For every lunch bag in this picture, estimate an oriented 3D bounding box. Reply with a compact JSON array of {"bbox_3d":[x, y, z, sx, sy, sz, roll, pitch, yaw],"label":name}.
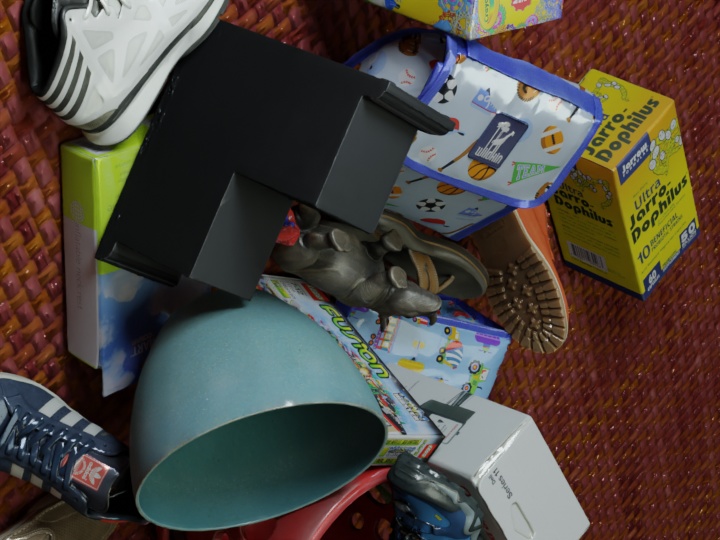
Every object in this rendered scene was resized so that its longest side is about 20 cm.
[{"bbox_3d":[0.074,-0.116,1.516,0.169,0.199,0.125,19,61,-33],"label":"lunch bag"},{"bbox_3d":[0.026,0.098,1.747,0.199,0.094,0.152,11,105,-44],"label":"lunch bag"}]

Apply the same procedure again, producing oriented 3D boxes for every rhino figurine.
[{"bbox_3d":[0.000,0.000,1.621,0.199,0.087,0.060,34,51,-37],"label":"rhino figurine"}]

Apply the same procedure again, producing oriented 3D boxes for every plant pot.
[{"bbox_3d":[-0.092,0.094,1.431,0.198,0.136,0.201,-15,152,-8],"label":"plant pot"},{"bbox_3d":[-0.061,0.217,1.606,0.200,0.182,0.202,-31,138,-34],"label":"plant pot"}]

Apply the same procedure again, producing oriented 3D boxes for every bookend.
[{"bbox_3d":[-0.065,-0.060,1.356,0.092,0.199,0.201,23,90,-53],"label":"bookend"}]

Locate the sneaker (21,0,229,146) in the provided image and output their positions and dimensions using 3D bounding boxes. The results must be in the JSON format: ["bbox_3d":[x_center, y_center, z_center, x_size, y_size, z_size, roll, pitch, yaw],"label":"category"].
[{"bbox_3d":[-0.167,-0.195,1.328,0.202,0.075,0.115,-60,146,-2],"label":"sneaker"}]

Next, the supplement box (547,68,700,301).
[{"bbox_3d":[0.263,-0.086,1.901,0.109,0.109,0.201,-47,140,-22],"label":"supplement box"}]

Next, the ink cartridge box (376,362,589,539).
[{"bbox_3d":[0.090,0.179,1.648,0.083,0.199,0.147,-44,125,-21],"label":"ink cartridge box"}]

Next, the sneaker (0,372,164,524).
[{"bbox_3d":[-0.228,0.141,1.427,0.199,0.084,0.076,30,88,-41],"label":"sneaker"}]

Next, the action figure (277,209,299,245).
[{"bbox_3d":[-0.079,-0.068,1.492,0.099,0.065,0.201,-35,156,-41],"label":"action figure"}]

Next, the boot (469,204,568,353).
[{"bbox_3d":[0.159,-0.023,1.776,0.107,0.075,0.202,-20,86,-56],"label":"boot"}]

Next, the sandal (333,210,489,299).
[{"bbox_3d":[0.043,-0.007,1.690,0.200,0.081,0.055,33,63,-51],"label":"sandal"}]

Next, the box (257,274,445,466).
[{"bbox_3d":[-0.026,0.082,1.566,0.110,0.200,0.035,7,126,-53],"label":"box"}]

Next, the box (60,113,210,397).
[{"bbox_3d":[-0.172,-0.016,1.451,0.121,0.047,0.202,-23,127,-42],"label":"box"}]

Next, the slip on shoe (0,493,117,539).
[{"bbox_3d":[-0.261,0.232,1.477,0.199,0.060,0.077,-21,126,-43],"label":"slip on shoe"}]

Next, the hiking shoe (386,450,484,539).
[{"bbox_3d":[0.057,0.227,1.544,0.087,0.074,0.201,-49,145,-18],"label":"hiking shoe"}]

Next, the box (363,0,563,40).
[{"bbox_3d":[0.063,-0.309,1.448,0.121,0.192,0.202,-19,125,-44],"label":"box"}]
